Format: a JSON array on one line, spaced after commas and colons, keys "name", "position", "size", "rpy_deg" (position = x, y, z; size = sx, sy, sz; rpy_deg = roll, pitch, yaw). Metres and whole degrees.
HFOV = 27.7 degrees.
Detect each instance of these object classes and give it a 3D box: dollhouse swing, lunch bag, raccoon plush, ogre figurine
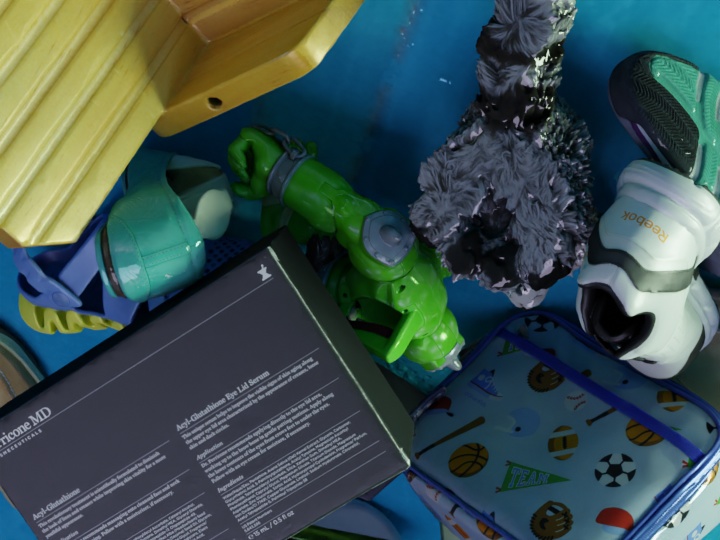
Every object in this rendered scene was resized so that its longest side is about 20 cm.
[{"name": "dollhouse swing", "position": [-0.130, -0.135, 0.719], "size": [0.181, 0.176, 0.200], "rpy_deg": [-18, 129, 37]}, {"name": "lunch bag", "position": [0.123, 0.111, 0.898], "size": [0.200, 0.160, 0.076], "rpy_deg": [34, 161, 44]}, {"name": "raccoon plush", "position": [0.110, -0.069, 0.801], "size": [0.097, 0.134, 0.201], "rpy_deg": [32, 113, 18]}, {"name": "ogre figurine", "position": [0.000, 0.000, 0.876], "size": [0.120, 0.098, 0.201], "rpy_deg": [28, 140, 34]}]

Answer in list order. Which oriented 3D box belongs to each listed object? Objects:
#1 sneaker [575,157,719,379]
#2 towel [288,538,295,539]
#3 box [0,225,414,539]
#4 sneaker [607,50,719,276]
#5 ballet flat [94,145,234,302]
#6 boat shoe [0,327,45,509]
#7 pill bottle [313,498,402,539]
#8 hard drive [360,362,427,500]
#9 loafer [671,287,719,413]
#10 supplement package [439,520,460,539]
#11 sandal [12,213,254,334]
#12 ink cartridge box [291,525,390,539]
[{"name": "sneaker", "position": [0.147, 0.018, 0.790], "size": [0.074, 0.080, 0.200], "rpy_deg": [29, 164, 24]}, {"name": "towel", "position": [-0.081, 0.183, 0.966], "size": [0.192, 0.035, 0.200], "rpy_deg": [14, 174, -1]}, {"name": "box", "position": [-0.090, 0.089, 0.810], "size": [0.200, 0.079, 0.141], "rpy_deg": [-32, 99, 9]}, {"name": "sneaker", "position": [0.187, -0.036, 0.795], "size": [0.200, 0.075, 0.087], "rpy_deg": [37, 143, -23]}, {"name": "ballet flat", "position": [-0.107, -0.032, 0.850], "size": [0.070, 0.200, 0.068], "rpy_deg": [-13, 108, 0]}, {"name": "boat shoe", "position": [-0.288, 0.123, 1.172], "size": [0.071, 0.076, 0.200], "rpy_deg": [3, 139, 19]}, {"name": "pill bottle", "position": [-0.048, 0.275, 1.236], "size": [0.106, 0.107, 0.200], "rpy_deg": [28, 141, -12]}, {"name": "hard drive", "position": [-0.050, 0.091, 1.065], "size": [0.199, 0.042, 0.135], "rpy_deg": [27, 141, -11]}, {"name": "loafer", "position": [0.254, 0.079, 0.906], "size": [0.199, 0.068, 0.076], "rpy_deg": [29, 141, -13]}, {"name": "supplement package", "position": [0.138, 0.218, 1.031], "size": [0.150, 0.152, 0.200], "rpy_deg": [-7, 138, 5]}, {"name": "sandal", "position": [-0.157, -0.002, 0.972], "size": [0.199, 0.080, 0.087], "rpy_deg": [-2, 134, 22]}, {"name": "ink cartridge box", "position": [-0.039, 0.136, 0.969], "size": [0.199, 0.076, 0.148], "rpy_deg": [12, 174, 8]}]
